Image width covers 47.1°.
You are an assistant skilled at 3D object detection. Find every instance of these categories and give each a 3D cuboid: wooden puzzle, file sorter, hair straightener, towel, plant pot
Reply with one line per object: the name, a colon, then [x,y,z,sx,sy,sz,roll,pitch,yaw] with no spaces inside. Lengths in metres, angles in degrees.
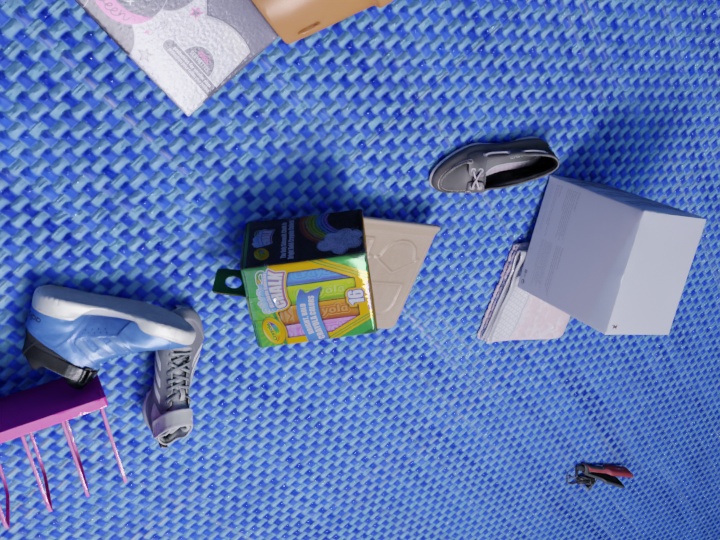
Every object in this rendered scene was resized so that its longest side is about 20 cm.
wooden puzzle: [0.000,0.000,1.195,0.185,0.046,0.200,4,125,-34]
file sorter: [-0.403,0.225,1.017,0.199,0.139,0.126,-18,106,-20]
hair straightener: [0.539,0.481,1.889,0.200,0.041,0.077,12,115,-38]
towel: [0.309,0.038,1.421,0.190,0.032,0.200,-3,125,-30]
plant pot: [-0.060,-0.321,0.812,0.140,0.200,0.200,-36,135,6]

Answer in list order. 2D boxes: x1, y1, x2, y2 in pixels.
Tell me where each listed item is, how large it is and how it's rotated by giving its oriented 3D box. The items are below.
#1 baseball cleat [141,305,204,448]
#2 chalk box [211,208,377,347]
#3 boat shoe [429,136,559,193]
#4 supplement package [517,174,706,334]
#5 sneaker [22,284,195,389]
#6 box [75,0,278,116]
baseball cleat: [-0.242,0.150,1.110,0.070,0.106,0.200,-2,124,-32]
chalk box: [-0.086,0.012,1.061,0.199,0.125,0.124,-7,121,2]
boat shoe: [0.197,-0.149,1.192,0.199,0.057,0.067,-17,130,-21]
supplement package: [0.381,-0.025,1.274,0.147,0.200,0.192,4,108,-33]
sneaker: [-0.313,0.094,1.024,0.199,0.077,0.112,14,102,-27]
box: [-0.200,-0.275,0.811,0.132,0.115,0.200,-41,134,1]
